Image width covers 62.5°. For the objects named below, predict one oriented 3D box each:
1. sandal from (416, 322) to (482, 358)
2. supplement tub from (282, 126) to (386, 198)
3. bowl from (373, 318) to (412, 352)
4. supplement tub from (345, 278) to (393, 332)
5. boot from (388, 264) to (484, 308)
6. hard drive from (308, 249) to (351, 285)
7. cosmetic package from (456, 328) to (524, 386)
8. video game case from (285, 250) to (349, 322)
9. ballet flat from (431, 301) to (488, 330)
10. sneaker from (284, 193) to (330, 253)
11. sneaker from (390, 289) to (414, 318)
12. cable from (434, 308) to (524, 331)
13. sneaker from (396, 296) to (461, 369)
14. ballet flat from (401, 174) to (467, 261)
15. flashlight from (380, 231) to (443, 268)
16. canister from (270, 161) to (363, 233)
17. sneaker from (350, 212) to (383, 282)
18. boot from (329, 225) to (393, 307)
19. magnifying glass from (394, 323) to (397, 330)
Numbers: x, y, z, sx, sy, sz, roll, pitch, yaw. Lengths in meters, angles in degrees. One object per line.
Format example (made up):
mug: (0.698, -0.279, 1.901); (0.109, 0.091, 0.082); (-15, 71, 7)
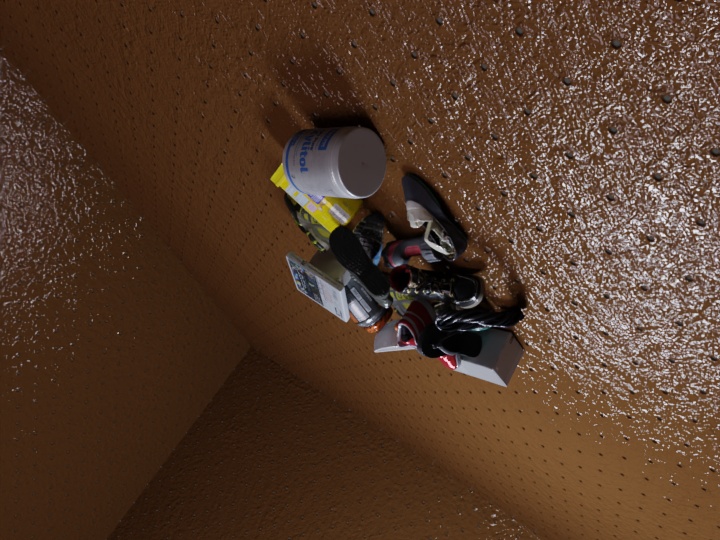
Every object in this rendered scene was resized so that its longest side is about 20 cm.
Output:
sandal: (0.210, 0.161, 1.348); (0.195, 0.079, 0.042); (5, -179, -34)
supplement tub: (-0.056, -0.214, 1.174); (0.197, 0.133, 0.133); (11, 147, 50)
bowl: (0.136, 0.175, 1.627); (0.193, 0.077, 0.200); (-5, 169, -15)
supplement tub: (-0.002, 0.065, 1.648); (0.201, 0.123, 0.122); (51, 157, -16)
boot: (0.164, 0.031, 1.303); (0.146, 0.076, 0.198); (11, 180, -28)
hard drive: (-0.066, -0.027, 1.575); (0.026, 0.133, 0.197); (46, 159, -30)
cosmetic package: (0.292, 0.200, 1.466); (0.197, 0.108, 0.090); (14, 153, 51)
video game case: (-0.110, 0.045, 1.578); (0.179, 0.024, 0.202); (32, 159, 18)
ballet flat: (0.234, 0.104, 1.437); (0.198, 0.066, 0.066); (0, 108, 56)
sneaker: (-0.127, -0.136, 1.539); (0.201, 0.076, 0.076); (50, 174, 22)
sneaker: (0.106, 0.061, 1.565); (0.075, 0.077, 0.200); (27, -168, -46)
cable: (0.251, 0.108, 1.269); (0.193, 0.053, 0.162); (2, 177, -23)
sneaker: (0.155, 0.173, 1.380); (0.070, 0.112, 0.203); (-18, 110, 50)
ballet flat: (0.138, -0.096, 1.173); (0.200, 0.074, 0.072); (47, 158, -20)
flashlight: (0.119, -0.040, 1.323); (0.068, 0.068, 0.198); (46, 159, -19)
canister: (-0.101, -0.187, 1.373); (0.199, 0.087, 0.148); (42, 158, -11)
sneaker: (0.019, -0.064, 1.429); (0.076, 0.091, 0.204); (22, 136, 8)
boot: (0.000, 0.000, 1.369); (0.201, 0.067, 0.131); (51, 173, 14)
magnifying glass: (0.176, 0.152, 1.471); (0.194, 0.023, 0.079); (6, 165, 31)
